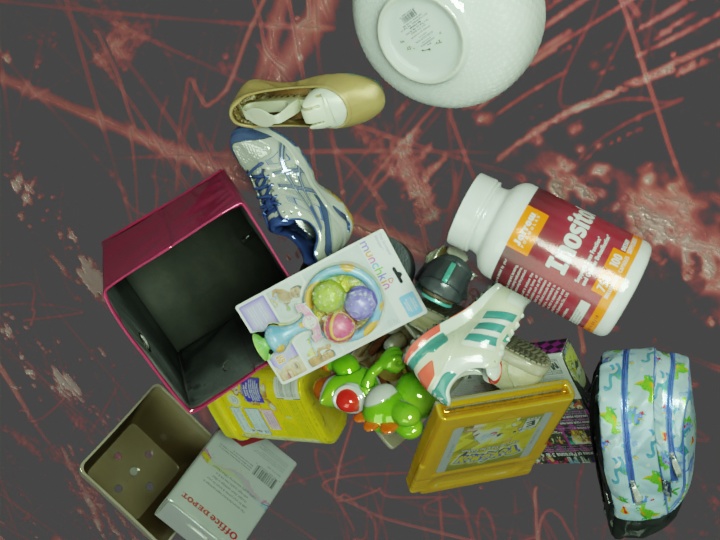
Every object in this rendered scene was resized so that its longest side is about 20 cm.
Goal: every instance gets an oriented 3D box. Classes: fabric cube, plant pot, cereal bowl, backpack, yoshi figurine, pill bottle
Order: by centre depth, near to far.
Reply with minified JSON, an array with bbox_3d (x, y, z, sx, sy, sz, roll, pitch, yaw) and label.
[{"bbox_3d":[0.076,-0.244,0.933,0.199,0.083,0.201,19,136,20],"label":"cereal bowl"},{"bbox_3d":[0.199,-0.023,1.019,0.199,0.113,0.113,28,137,10],"label":"pill bottle"},{"bbox_3d":[0.326,0.182,1.096,0.153,0.163,0.201,-16,110,32],"label":"backpack"},{"bbox_3d":[-0.197,0.019,1.202,0.197,0.199,0.199,60,175,-24],"label":"fabric cube"},{"bbox_3d":[0.028,0.153,1.219,0.112,0.112,0.200,35,173,-41],"label":"yoshi figurine"},{"bbox_3d":[-0.384,0.354,1.697,0.200,0.200,0.177,46,148,-9],"label":"plant pot"}]

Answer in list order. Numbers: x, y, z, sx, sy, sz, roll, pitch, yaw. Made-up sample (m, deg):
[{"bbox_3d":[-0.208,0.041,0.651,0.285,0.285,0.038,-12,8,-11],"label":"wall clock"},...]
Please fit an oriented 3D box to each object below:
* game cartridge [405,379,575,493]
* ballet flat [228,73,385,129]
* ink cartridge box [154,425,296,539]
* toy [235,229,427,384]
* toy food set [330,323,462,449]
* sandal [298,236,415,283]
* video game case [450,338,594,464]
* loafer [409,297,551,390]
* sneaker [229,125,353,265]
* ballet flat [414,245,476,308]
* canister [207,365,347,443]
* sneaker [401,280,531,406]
[{"bbox_3d":[0.156,0.212,1.172,0.175,0.033,0.201,-7,141,-16],"label":"game cartridge"},{"bbox_3d":[-0.066,-0.186,1.094,0.199,0.063,0.069,3,128,32],"label":"ballet flat"},{"bbox_3d":[-0.223,0.363,1.577,0.146,0.200,0.083,39,138,-2],"label":"ink cartridge box"},{"bbox_3d":[-0.036,0.051,1.097,0.199,0.047,0.116,-27,105,13],"label":"toy"},{"bbox_3d":[0.042,0.140,1.276,0.144,0.060,0.200,50,141,14],"label":"toy food set"},{"bbox_3d":[0.000,-0.001,1.216,0.043,0.077,0.199,29,160,-38],"label":"sandal"},{"bbox_3d":[0.216,0.178,1.240,0.199,0.036,0.182,-12,117,40],"label":"video game case"},{"bbox_3d":[0.135,0.096,1.167,0.199,0.075,0.069,28,109,28],"label":"loafer"},{"bbox_3d":[-0.095,-0.095,1.176,0.200,0.088,0.075,45,139,-6],"label":"sneaker"},{"bbox_3d":[0.102,0.005,1.112,0.073,0.073,0.200,35,-178,3],"label":"ballet flat"},{"bbox_3d":[-0.133,0.196,1.458,0.199,0.087,0.149,-2,125,34],"label":"canister"},{"bbox_3d":[0.150,0.079,1.091,0.094,0.199,0.070,55,173,19],"label":"sneaker"}]
